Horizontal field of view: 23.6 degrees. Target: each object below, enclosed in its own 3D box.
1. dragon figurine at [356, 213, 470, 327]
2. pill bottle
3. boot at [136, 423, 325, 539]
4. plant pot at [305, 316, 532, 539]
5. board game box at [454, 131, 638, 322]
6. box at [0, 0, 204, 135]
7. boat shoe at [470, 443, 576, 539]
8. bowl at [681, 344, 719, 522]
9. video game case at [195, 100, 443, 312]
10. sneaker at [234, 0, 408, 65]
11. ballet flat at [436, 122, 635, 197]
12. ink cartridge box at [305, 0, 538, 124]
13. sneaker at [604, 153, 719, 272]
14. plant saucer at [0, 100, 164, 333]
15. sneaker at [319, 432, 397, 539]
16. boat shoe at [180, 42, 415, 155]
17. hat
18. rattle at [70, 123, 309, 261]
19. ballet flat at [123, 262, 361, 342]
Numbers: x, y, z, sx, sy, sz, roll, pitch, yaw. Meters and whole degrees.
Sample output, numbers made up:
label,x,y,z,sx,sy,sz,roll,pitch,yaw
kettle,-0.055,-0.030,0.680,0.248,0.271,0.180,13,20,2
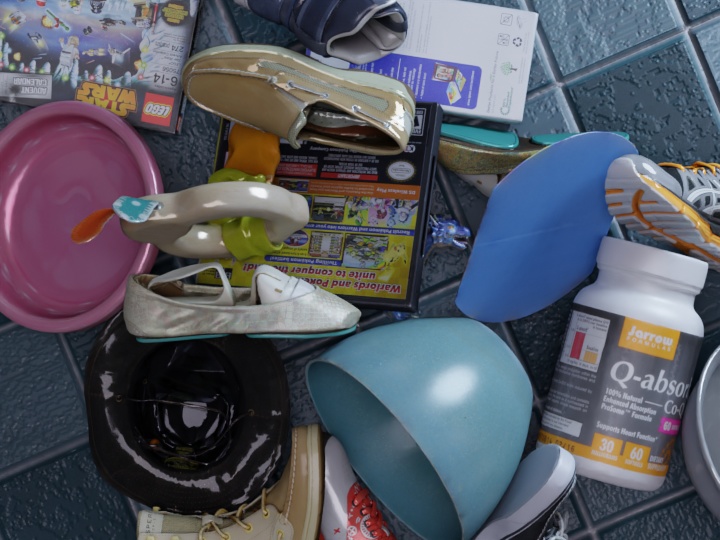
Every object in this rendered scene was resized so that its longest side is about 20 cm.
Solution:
label,x,y,z,sx,sy,sz,roll,pitch,yaw
dragon figurine,0.000,0.000,1.515,0.199,0.059,0.100,-5,90,5
pill bottle,0.228,0.079,1.481,0.116,0.116,0.201,15,92,2
boot,-0.111,0.213,1.454,0.154,0.073,0.201,10,112,0
plant pot,0.068,0.118,1.462,0.135,0.200,0.200,-37,89,-19
board game box,0.146,-0.045,1.459,0.157,0.201,0.039,-13,46,-32
box,-0.246,-0.206,1.530,0.199,0.040,0.138,10,92,2
boat shoe,0.143,0.217,1.463,0.068,0.074,0.200,30,135,-4
bowl,0.347,0.157,1.471,0.200,0.090,0.202,11,62,-22
video game case,-0.036,-0.061,1.488,0.199,0.025,0.182,4,77,17
sneaker,0.008,-0.264,1.462,0.146,0.077,0.202,36,75,27
ballet flat,0.140,-0.092,1.509,0.199,0.071,0.071,3,91,2
ink cartridge box,0.052,-0.192,1.521,0.199,0.039,0.100,10,91,1
sneaker,0.281,-0.061,1.470,0.199,0.078,0.078,26,76,-40
plant saucer,-0.251,-0.045,1.502,0.199,0.051,0.202,-3,84,25
sneaker,0.015,0.239,1.504,0.107,0.067,0.203,-3,97,19
boat shoe,-0.054,-0.136,1.426,0.199,0.076,0.072,7,135,1
hat,-0.146,0.111,1.514,0.199,0.081,0.202,1,99,7
rattle,-0.144,-0.083,1.406,0.199,0.130,0.144,6,85,-32
ballet flat,-0.100,0.025,1.423,0.199,0.067,0.063,-3,106,2
